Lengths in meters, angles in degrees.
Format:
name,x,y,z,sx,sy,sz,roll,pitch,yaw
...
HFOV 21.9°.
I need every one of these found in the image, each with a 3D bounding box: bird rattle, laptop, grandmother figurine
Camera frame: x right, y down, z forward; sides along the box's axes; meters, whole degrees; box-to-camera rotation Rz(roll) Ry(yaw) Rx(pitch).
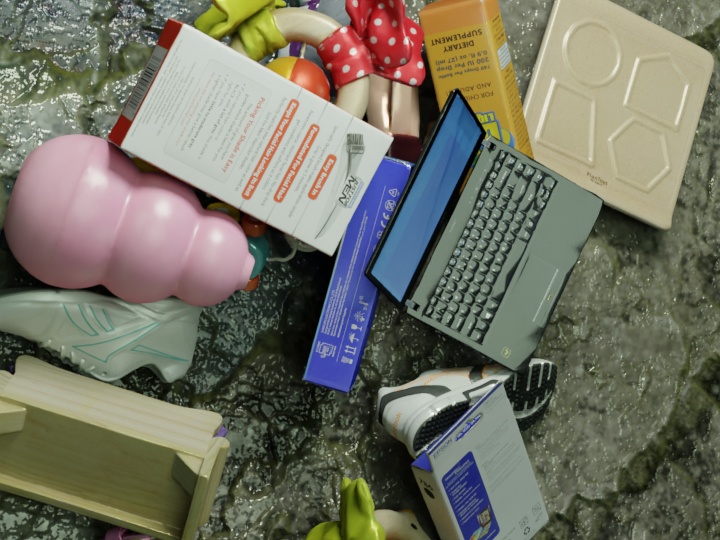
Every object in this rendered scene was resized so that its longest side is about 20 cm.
name,x,y,z,sx,sy,sz,roll,pitch,yaw
bird rattle,-0.047,-0.171,1.571,0.199,0.113,0.164,14,91,-9
bird rattle,0.036,0.270,1.581,0.200,0.113,0.163,52,27,17
laptop,0.110,-0.030,1.591,0.199,0.103,0.178,28,83,-14
grandmother figurine,0.030,-0.118,1.673,0.120,0.060,0.202,-2,85,-26

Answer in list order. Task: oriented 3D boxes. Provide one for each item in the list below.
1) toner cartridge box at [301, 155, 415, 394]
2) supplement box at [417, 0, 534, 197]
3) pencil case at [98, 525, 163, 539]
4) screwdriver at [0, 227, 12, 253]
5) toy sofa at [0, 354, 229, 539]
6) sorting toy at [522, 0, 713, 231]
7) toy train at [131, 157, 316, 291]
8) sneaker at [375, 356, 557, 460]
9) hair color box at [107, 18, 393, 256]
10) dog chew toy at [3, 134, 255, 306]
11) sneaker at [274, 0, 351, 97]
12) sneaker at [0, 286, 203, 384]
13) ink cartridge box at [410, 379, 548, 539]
name,x,y,z,sx,sy,sz,roll,pitch,yaw
toner cartridge box,0.000,0.000,1.599,0.043,0.095,0.201,16,94,2
supplement box,0.109,-0.147,1.679,0.066,0.069,0.201,-11,105,16
pencil case,-0.168,0.307,1.533,0.082,0.087,0.202,-6,87,6
screwdriver,-0.210,-0.009,1.576,0.199,0.028,0.029,11,52,-24
toy sofa,-0.211,0.149,1.499,0.199,0.098,0.083,17,115,-1
sorting toy,0.241,-0.157,1.787,0.184,0.036,0.201,23,72,-20
toy train,-0.129,-0.065,1.551,0.200,0.150,0.056,50,32,-14
sneaker,0.098,0.110,1.675,0.199,0.080,0.074,-12,121,-41
hair color box,-0.088,-0.106,1.491,0.199,0.064,0.111,28,93,-21
dog chew toy,-0.182,-0.030,1.494,0.199,0.125,0.125,20,77,-4
sneaker,-0.005,-0.244,1.647,0.087,0.074,0.201,15,85,22
sneaker,-0.227,0.054,1.538,0.199,0.070,0.081,6,90,-21
ink cartridge box,0.103,0.184,1.632,0.099,0.039,0.201,-41,136,-22
